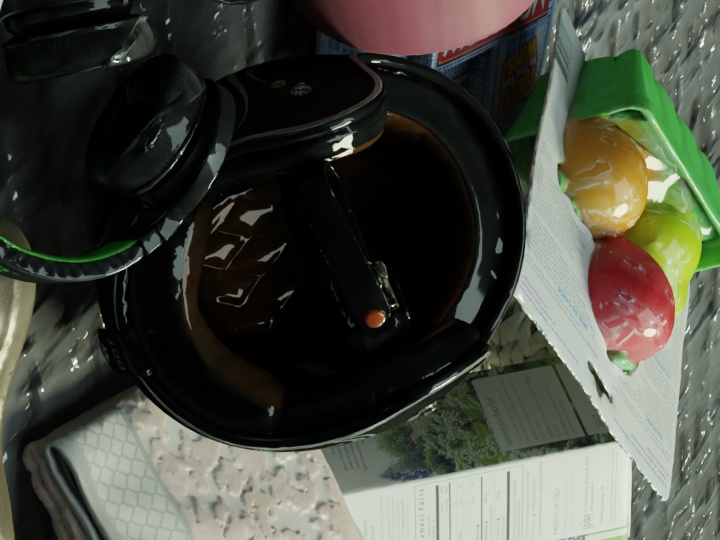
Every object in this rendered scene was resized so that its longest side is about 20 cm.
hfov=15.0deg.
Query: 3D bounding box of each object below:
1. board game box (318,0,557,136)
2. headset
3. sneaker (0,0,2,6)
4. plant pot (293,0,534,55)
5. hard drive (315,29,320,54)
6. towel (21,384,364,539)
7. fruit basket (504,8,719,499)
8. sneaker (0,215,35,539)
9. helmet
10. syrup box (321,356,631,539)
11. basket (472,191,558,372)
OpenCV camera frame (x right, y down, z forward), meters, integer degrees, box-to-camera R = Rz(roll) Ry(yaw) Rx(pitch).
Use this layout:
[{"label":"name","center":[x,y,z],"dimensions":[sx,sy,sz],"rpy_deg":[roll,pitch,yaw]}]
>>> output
[{"label":"board game box","center":[0.050,-0.143,1.451],"dimensions":[0.200,0.062,0.200],"rpy_deg":[-33,133,-56]},{"label":"headset","center":[-0.094,-0.082,1.134],"dimensions":[0.200,0.094,0.124],"rpy_deg":[-46,111,-26]},{"label":"sneaker","center":[-0.163,-0.167,1.018],"dimensions":[0.118,0.074,0.200],"rpy_deg":[-16,122,-69]},{"label":"plant pot","center":[0.018,-0.205,1.235],"dimensions":[0.200,0.200,0.179],"rpy_deg":[-56,151,-34]},{"label":"hard drive","center":[0.014,-0.115,1.498],"dimensions":[0.132,0.025,0.200],"rpy_deg":[-38,138,-53]},{"label":"towel","center":[-0.063,0.142,1.353],"dimensions":[0.191,0.032,0.200],"rpy_deg":[-28,92,-55]},{"label":"fruit basket","center":[0.127,-0.008,1.445],"dimensions":[0.185,0.094,0.200],"rpy_deg":[52,42,-40]},{"label":"sneaker","center":[-0.192,0.073,1.153],"dimensions":[0.076,0.070,0.200],"rpy_deg":[-2,102,-46]},{"label":"helmet","center":[-0.024,-0.010,1.279],"dimensions":[0.191,0.200,0.200],"rpy_deg":[-64,165,-75]},{"label":"syrup box","center":[0.043,0.114,1.500],"dimensions":[0.079,0.200,0.081],"rpy_deg":[-113,-164,-50]},{"label":"basket","center":[0.102,0.039,1.640],"dimensions":[0.136,0.123,0.200],"rpy_deg":[-58,158,-30]}]
